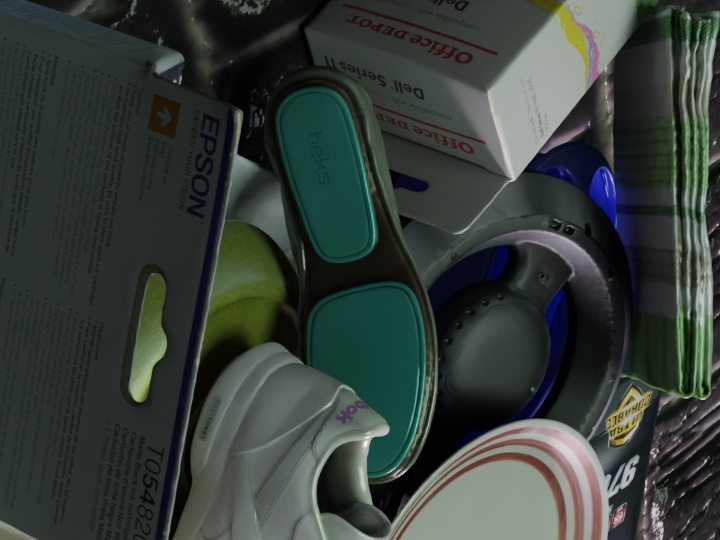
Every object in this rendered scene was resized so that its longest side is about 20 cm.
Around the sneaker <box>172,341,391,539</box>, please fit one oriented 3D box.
[{"bbox_3d":[-0.044,0.139,1.206,0.075,0.100,0.200,-13,121,-58],"label":"sneaker"}]

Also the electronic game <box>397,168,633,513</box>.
[{"bbox_3d":[0.062,0.044,1.345,0.200,0.042,0.200,-16,118,-32],"label":"electronic game"}]

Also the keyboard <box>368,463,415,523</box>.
[{"bbox_3d":[-0.027,0.174,1.293,0.104,0.040,0.200,-44,155,-67],"label":"keyboard"}]

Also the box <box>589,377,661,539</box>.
[{"bbox_3d":[0.115,0.137,1.629,0.200,0.046,0.159,-24,128,-50],"label":"box"}]

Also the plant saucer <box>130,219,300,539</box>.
[{"bbox_3d":[-0.078,0.075,1.238,0.200,0.031,0.200,-37,139,-42],"label":"plant saucer"}]

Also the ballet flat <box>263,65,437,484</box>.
[{"bbox_3d":[0.000,0.000,1.245,0.064,0.067,0.200,-27,107,-79],"label":"ballet flat"}]

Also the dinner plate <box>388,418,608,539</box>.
[{"bbox_3d":[0.055,0.166,1.342,0.200,0.024,0.200,-27,130,-37],"label":"dinner plate"}]

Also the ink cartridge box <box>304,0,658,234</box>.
[{"bbox_3d":[0.055,-0.120,1.302,0.200,0.117,0.067,-51,145,-28],"label":"ink cartridge box"}]

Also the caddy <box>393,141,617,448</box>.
[{"bbox_3d":[0.077,0.020,1.434,0.141,0.105,0.200,-4,112,-58],"label":"caddy"}]

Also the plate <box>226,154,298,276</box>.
[{"bbox_3d":[-0.098,0.035,1.241,0.200,0.032,0.200,22,89,-60],"label":"plate"}]

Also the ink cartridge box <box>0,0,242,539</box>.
[{"bbox_3d":[-0.128,-0.001,1.008,0.041,0.200,0.200,-14,121,-54],"label":"ink cartridge box"}]

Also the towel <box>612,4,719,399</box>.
[{"bbox_3d":[0.162,-0.038,1.373,0.149,0.031,0.200,-150,-122,-83],"label":"towel"}]

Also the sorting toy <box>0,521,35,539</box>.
[{"bbox_3d":[-0.223,0.162,1.070,0.200,0.107,0.180,-60,141,-13],"label":"sorting toy"}]
